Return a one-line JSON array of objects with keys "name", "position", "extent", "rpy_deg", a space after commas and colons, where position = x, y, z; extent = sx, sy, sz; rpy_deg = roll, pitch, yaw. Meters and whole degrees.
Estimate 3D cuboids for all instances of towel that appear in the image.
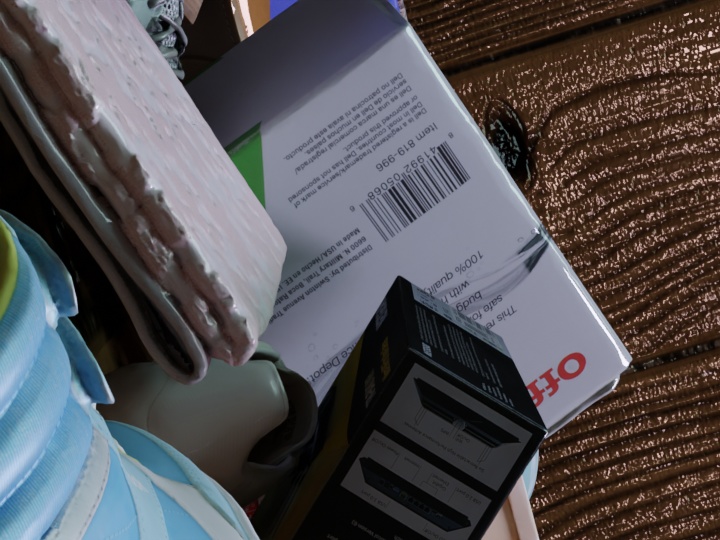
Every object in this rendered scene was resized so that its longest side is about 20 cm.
[{"name": "towel", "position": [-0.091, -0.066, 0.634], "extent": [0.200, 0.032, 0.191], "rpy_deg": [57, 6, -9]}]

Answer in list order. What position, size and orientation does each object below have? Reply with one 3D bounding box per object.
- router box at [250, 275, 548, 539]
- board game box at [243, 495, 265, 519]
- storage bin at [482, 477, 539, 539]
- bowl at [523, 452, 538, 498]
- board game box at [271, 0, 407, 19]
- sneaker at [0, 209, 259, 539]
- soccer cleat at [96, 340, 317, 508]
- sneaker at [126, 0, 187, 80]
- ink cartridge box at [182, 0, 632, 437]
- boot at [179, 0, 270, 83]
[{"name": "router box", "position": [-0.005, 0.090, 0.677], "extent": [0.052, 0.157, 0.200], "rpy_deg": [31, 5, -3]}, {"name": "board game box", "position": [-0.041, 0.107, 0.974], "extent": [0.200, 0.046, 0.152], "rpy_deg": [-104, 177, -49]}, {"name": "storage bin", "position": [0.031, 0.095, 1.031], "extent": [0.200, 0.093, 0.199], "rpy_deg": [71, 3, -48]}, {"name": "bowl", "position": [0.046, 0.113, 1.294], "extent": [0.201, 0.105, 0.201], "rpy_deg": [176, -90, -66]}, {"name": "board game box", "position": [-0.075, -0.227, 1.194], "extent": [0.097, 0.159, 0.200], "rpy_deg": [71, 4, -66]}, {"name": "sneaker", "position": [-0.070, 0.034, 0.384], "extent": [0.200, 0.079, 0.131], "rpy_deg": [-102, 176, -77]}, {"name": "soccer cleat", "position": [-0.050, 0.058, 0.691], "extent": [0.200, 0.077, 0.069], "rpy_deg": [51, 22, -85]}, {"name": "sneaker", "position": [-0.082, -0.133, 0.853], "extent": [0.075, 0.115, 0.201], "rpy_deg": [-78, 151, -86]}, {"name": "ink cartridge box", "position": [0.000, 0.000, 0.821], "extent": [0.200, 0.146, 0.083], "rpy_deg": [54, 1, -31]}, {"name": "boot", "position": [-0.064, -0.174, 0.996], "extent": [0.200, 0.077, 0.156], "rpy_deg": [48, 58, -60]}]
